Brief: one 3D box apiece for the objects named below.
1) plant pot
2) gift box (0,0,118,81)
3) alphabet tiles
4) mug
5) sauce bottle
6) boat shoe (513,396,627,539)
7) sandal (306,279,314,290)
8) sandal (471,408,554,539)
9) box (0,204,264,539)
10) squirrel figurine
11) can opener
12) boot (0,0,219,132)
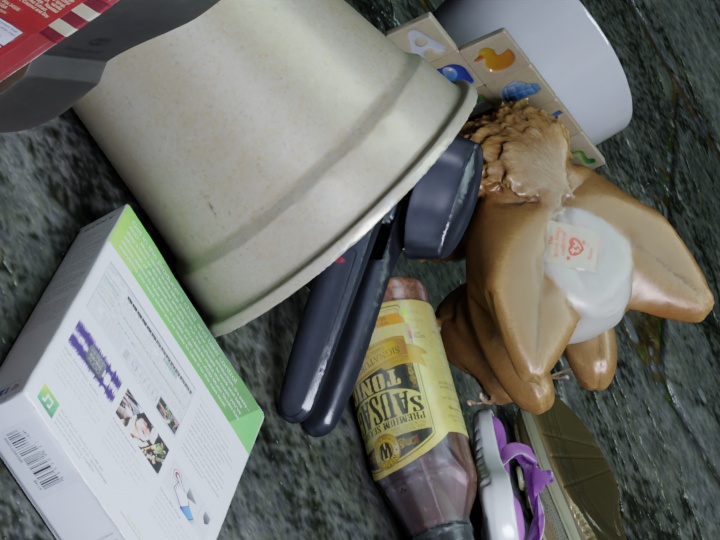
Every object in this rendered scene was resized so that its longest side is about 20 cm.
[{"bbox_3d":[-0.070,-0.099,1.440,0.184,0.200,0.201,48,25,-12],"label":"plant pot"},{"bbox_3d":[-0.198,-0.220,1.261,0.184,0.199,0.188,34,44,-40],"label":"gift box"},{"bbox_3d":[0.053,-0.081,1.709,0.200,0.166,0.006,48,31,-38],"label":"alphabet tiles"},{"bbox_3d":[0.086,-0.100,1.811,0.149,0.153,0.187,34,-23,51],"label":"mug"},{"bbox_3d":[0.035,0.104,1.613,0.066,0.066,0.201,26,43,-58],"label":"sauce bottle"},{"bbox_3d":[0.144,0.179,1.818,0.073,0.063,0.201,4,57,-52],"label":"boat shoe"},{"bbox_3d":[-0.058,-0.054,1.579,0.075,0.045,0.200,-49,119,-25],"label":"sandal"},{"bbox_3d":[0.099,0.144,1.687,0.203,0.050,0.083,-87,171,-74],"label":"sandal"},{"bbox_3d":[-0.116,0.073,1.338,0.145,0.036,0.200,58,24,-19],"label":"box"},{"bbox_3d":[0.093,-0.005,1.693,0.201,0.141,0.187,61,-23,4],"label":"squirrel figurine"},{"bbox_3d":[0.000,0.000,1.556,0.063,0.078,0.201,40,71,-43],"label":"can opener"},{"bbox_3d":[-0.127,-0.147,1.318,0.073,0.200,0.076,10,56,-54],"label":"boot"}]
